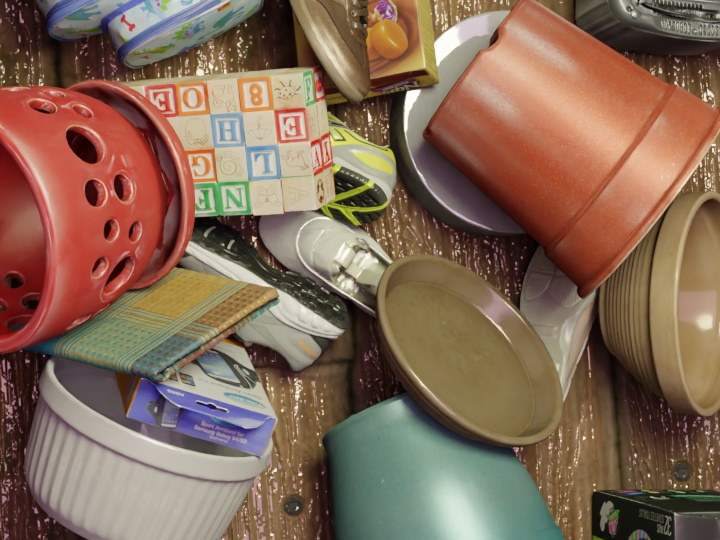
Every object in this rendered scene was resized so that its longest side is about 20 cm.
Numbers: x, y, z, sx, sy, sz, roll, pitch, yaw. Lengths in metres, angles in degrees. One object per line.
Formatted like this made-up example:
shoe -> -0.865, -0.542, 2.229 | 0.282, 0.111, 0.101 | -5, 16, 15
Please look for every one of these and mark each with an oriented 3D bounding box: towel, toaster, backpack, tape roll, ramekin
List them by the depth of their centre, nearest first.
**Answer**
towel -> -0.181, 0.039, 1.323 | 0.146, 0.199, 0.022 | -35, 122, -38
ramekin -> -0.183, 0.154, 1.333 | 0.199, 0.200, 0.106 | 22, 101, -9
backpack -> -0.179, -0.255, 1.358 | 0.199, 0.183, 0.148 | -21, 91, -5
tape roll -> 0.129, -0.132, 1.470 | 0.199, 0.066, 0.202 | 0, 88, -11
toaster -> 0.278, -0.258, 1.472 | 0.199, 0.129, 0.114 | 3, 86, -11

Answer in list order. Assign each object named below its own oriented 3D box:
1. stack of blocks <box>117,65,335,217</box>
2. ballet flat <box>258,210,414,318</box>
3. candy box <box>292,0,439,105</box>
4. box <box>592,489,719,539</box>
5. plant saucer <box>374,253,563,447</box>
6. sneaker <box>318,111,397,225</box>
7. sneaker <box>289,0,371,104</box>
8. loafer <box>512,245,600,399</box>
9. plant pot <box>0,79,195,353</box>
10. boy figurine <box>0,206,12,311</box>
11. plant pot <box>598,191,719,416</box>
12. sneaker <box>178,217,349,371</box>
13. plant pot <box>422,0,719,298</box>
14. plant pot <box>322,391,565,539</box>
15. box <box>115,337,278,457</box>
stack of blocks -> -0.128, -0.107, 1.375 | 0.199, 0.059, 0.116 | -2, 103, 16
ballet flat -> 0.000, 0.000, 1.439 | 0.200, 0.069, 0.070 | 36, 82, -7
candy box -> -0.002, -0.256, 1.421 | 0.116, 0.056, 0.201 | -10, 78, 16
box -> 0.292, 0.273, 1.414 | 0.124, 0.200, 0.150 | 1, 87, -12
plant saucer -> 0.090, 0.072, 1.380 | 0.200, 0.200, 0.029 | 39, 124, -7
sneaker -> -0.060, -0.111, 1.440 | 0.199, 0.076, 0.077 | 28, 45, 0
sneaker -> -0.023, -0.241, 1.361 | 0.075, 0.070, 0.201 | -26, 77, 8
loafer -> 0.183, 0.044, 1.483 | 0.072, 0.063, 0.201 | 15, 80, 23
plant pot -> -0.249, -0.054, 1.287 | 0.182, 0.200, 0.201 | -26, 93, -51
boy figurine -> -0.352, -0.053, 1.375 | 0.124, 0.064, 0.201 | -33, 95, -10
plant pot -> 0.276, 0.028, 1.456 | 0.092, 0.201, 0.202 | 3, 86, 30
sneaker -> -0.110, 0.018, 1.416 | 0.200, 0.074, 0.080 | 35, 111, 0
plant pot -> 0.171, -0.115, 1.357 | 0.195, 0.201, 0.201 | 38, 81, 1
plant pot -> 0.061, 0.205, 1.388 | 0.199, 0.200, 0.189 | -20, 76, -11
box -> -0.141, 0.093, 1.332 | 0.118, 0.200, 0.042 | 19, 104, -19
